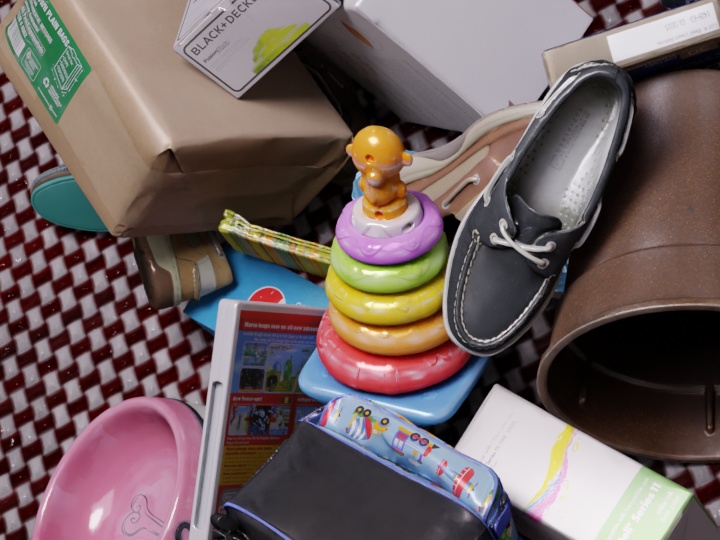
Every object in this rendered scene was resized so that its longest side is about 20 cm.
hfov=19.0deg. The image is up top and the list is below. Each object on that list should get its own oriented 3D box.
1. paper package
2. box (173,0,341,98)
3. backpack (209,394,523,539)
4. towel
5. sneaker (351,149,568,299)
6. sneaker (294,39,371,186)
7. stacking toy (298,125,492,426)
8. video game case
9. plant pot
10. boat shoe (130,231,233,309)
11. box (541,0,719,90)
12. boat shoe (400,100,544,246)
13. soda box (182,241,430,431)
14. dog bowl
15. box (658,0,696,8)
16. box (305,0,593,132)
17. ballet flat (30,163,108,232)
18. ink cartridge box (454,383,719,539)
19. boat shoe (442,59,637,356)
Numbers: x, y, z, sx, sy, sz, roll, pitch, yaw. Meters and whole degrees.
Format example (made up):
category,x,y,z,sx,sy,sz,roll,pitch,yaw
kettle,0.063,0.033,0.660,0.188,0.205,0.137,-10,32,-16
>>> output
category,x,y,z,sx,sy,sz,roll,pitch,yaw
paper package,-0.136,-0.130,1.543,0.104,0.190,0.200,-51,61,33
box,-0.059,-0.227,1.516,0.117,0.060,0.201,-38,26,33
backpack,0.024,0.202,1.392,0.182,0.200,0.135,25,64,36
towel,0.000,0.000,1.514,0.199,0.086,0.018,17,83,8
sneaker,0.094,-0.028,1.529,0.199,0.081,0.077,21,75,20
sneaker,-0.047,-0.156,1.658,0.070,0.076,0.200,-37,57,6
stacking toy,0.018,-0.010,1.380,0.115,0.201,0.110,11,40,23
video game case,-0.060,0.123,1.435,0.017,0.143,0.202,8,91,33
plant pot,0.216,-0.009,1.398,0.199,0.200,0.199,-9,56,22
boat shoe,-0.143,-0.062,1.606,0.076,0.072,0.201,-12,62,-13
box,0.197,-0.138,1.463,0.120,0.200,0.033,-17,83,12
boat shoe,0.091,-0.057,1.430,0.199,0.075,0.072,-25,70,44
soda box,-0.029,0.053,1.557,0.199,0.064,0.068,27,81,33
dog bowl,-0.154,0.178,1.513,0.200,0.074,0.201,-29,45,34
box,0.332,-0.249,1.462,0.199,0.117,0.198,24,78,14
box,0.044,-0.185,1.533,0.107,0.152,0.200,-54,22,-7
ballet flat,-0.164,-0.071,1.692,0.199,0.074,0.075,0,67,24
ink cartridge box,0.134,0.144,1.400,0.199,0.117,0.068,28,79,33
boat shoe,0.107,-0.039,1.328,0.075,0.060,0.201,22,94,0
